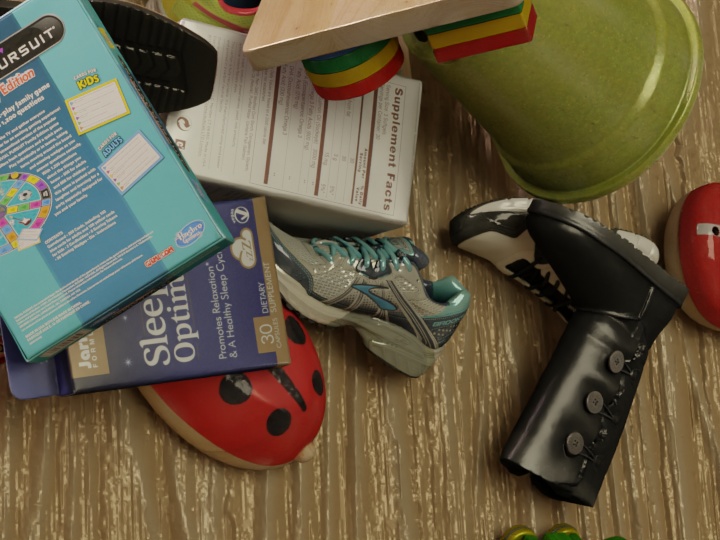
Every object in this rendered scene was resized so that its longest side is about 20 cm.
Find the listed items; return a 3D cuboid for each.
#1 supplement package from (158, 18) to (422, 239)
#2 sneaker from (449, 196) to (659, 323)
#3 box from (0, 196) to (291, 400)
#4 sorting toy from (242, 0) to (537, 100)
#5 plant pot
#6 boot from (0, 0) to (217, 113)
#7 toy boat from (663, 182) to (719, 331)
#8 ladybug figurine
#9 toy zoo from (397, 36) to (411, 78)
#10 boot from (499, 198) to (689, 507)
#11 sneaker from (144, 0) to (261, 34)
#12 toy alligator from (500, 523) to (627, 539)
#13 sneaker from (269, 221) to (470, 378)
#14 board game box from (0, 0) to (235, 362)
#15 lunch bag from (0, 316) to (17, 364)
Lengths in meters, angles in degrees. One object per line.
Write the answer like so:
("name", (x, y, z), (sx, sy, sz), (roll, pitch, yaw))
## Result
("supplement package", (-0.071, -0.098, 1.429), (0.200, 0.117, 0.117), (12, 76, -27))
("sneaker", (0.161, -0.004, 1.570), (0.200, 0.074, 0.080), (15, 69, -25))
("box", (-0.148, 0.018, 1.310), (0.200, 0.032, 0.121), (-7, 85, -30))
("sorting toy", (0.038, -0.203, 1.363), (0.200, 0.199, 0.070), (-75, 146, -49))
("plant pot", (0.136, -0.181, 1.506), (0.184, 0.200, 0.201), (32, 58, -42))
("boot", (-0.195, -0.171, 1.348), (0.200, 0.138, 0.078), (12, 110, -4))
("toy boat", (0.362, -0.011, 1.655), (0.200, 0.131, 0.131), (14, 67, -26))
("ladybug figurine", (-0.094, 0.058, 1.398), (0.200, 0.072, 0.136), (48, 56, -8))
("toy zoo", (-0.054, -0.205, 1.541), (0.200, 0.020, 0.131), (3, 72, -30))
("boot", (0.157, 0.066, 1.511), (0.165, 0.066, 0.200), (32, 82, -25))
("sneaker", (-0.059, -0.204, 1.464), (0.200, 0.090, 0.078), (-6, 62, -32))
("toy alligator", (0.125, 0.234, 1.483), (0.200, 0.059, 0.054), (2, 113, -30))
("sneaker", (0.000, 0.000, 1.442), (0.200, 0.086, 0.078), (29, 20, -37))
("board game box", (-0.198, -0.064, 1.245), (0.151, 0.047, 0.200), (-32, 85, 3))
("lunch bag", (-0.302, -0.035, 1.298), (0.200, 0.082, 0.176), (13, 70, -30))
